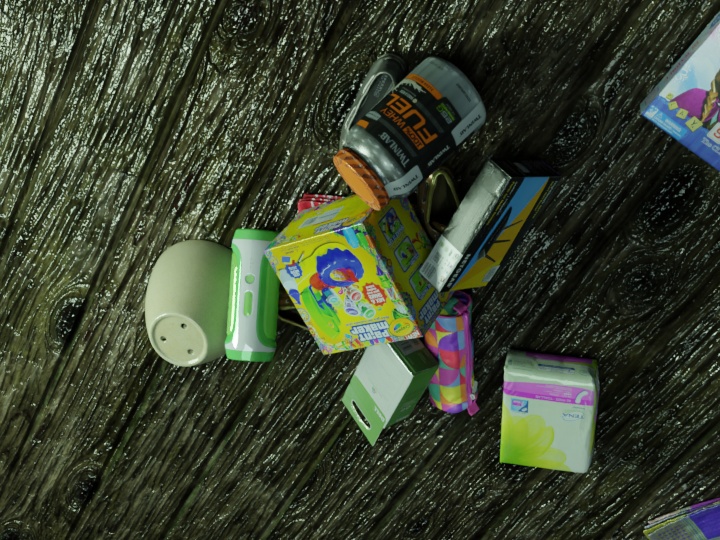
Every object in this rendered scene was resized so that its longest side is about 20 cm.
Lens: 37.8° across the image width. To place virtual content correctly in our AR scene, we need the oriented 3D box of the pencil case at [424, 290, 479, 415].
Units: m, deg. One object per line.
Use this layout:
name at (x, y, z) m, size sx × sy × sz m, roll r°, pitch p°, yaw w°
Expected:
pencil case at (0.147, 0.132, 1.680) m, size 0.087 × 0.089 × 0.203 m, roll -1°, pitch 121°, yaw 15°

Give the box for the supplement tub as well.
supplement tub at (0.065, -0.184, 1.431) m, size 0.200 × 0.122 × 0.123 m, roll -44°, pitch 107°, yaw -9°

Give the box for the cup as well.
cup at (-0.273, 0.073, 1.718) m, size 0.197 × 0.144 × 0.203 m, roll 7°, pitch 122°, yaw 11°

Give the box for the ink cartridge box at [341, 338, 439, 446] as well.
ink cartridge box at (0.045, 0.183, 1.715) m, size 0.104 × 0.059 × 0.201 m, roll 52°, pitch 140°, yaw 26°

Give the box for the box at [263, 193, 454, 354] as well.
box at (0.000, 0.000, 1.553) m, size 0.198 × 0.122 × 0.194 m, roll -14°, pitch 114°, yaw 40°

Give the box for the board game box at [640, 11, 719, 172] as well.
board game box at (0.510, -0.231, 1.386) m, size 0.198 × 0.041 × 0.200 m, roll 33°, pitch 123°, yaw -6°

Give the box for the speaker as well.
speaker at (-0.167, 0.039, 1.654) m, size 0.087 × 0.088 × 0.204 m, roll 4°, pitch 89°, yaw 12°

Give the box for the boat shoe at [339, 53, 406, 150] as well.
boat shoe at (0.011, -0.217, 1.517) m, size 0.066 × 0.057 × 0.202 m, roll 23°, pitch 124°, yaw 0°

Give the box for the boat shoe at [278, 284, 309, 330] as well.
boat shoe at (-0.048, 0.081, 1.708) m, size 0.197 × 0.068 × 0.073 m, roll 14°, pitch 123°, yaw 6°

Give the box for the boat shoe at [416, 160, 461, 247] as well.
boat shoe at (0.117, -0.070, 1.555) m, size 0.071 × 0.068 × 0.202 m, roll -16°, pitch 119°, yaw -3°

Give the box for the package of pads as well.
package of pads at (0.307, 0.230, 1.706) m, size 0.152 × 0.068 × 0.203 m, roll 6°, pitch 123°, yaw 13°

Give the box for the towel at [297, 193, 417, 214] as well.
towel at (0.001, -0.046, 1.646) m, size 0.197 × 0.023 × 0.147 m, roll 6°, pitch 123°, yaw 11°

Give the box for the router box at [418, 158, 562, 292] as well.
router box at (0.186, -0.066, 1.496) m, size 0.051 × 0.148 × 0.201 m, roll 45°, pitch 120°, yaw 27°

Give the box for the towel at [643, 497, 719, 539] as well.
towel at (0.601, 0.455, 1.794) m, size 0.198 × 0.023 × 0.144 m, roll -27°, pitch 110°, yaw 27°
